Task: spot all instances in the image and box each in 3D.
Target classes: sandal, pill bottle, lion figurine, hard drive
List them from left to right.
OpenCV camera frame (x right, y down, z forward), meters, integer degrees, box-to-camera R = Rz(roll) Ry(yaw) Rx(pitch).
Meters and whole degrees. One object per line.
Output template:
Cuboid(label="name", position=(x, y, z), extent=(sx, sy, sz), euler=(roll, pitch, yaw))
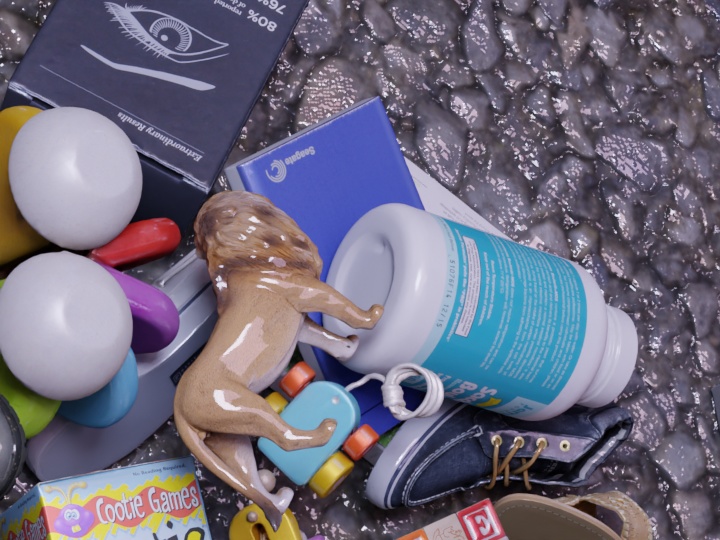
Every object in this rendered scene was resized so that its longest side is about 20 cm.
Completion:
Cuboid(label="lion figurine", position=(-0.065, 0.047, 1.258), extent=(0.122, 0.072, 0.200), euler=(27, 53, -9))
Cuboid(label="hard drive", position=(0.000, 0.000, 1.418), extent=(0.132, 0.025, 0.200), euler=(-30, 101, -38))
Cuboid(label="pill bottle", position=(0.083, 0.033, 1.383), extent=(0.200, 0.111, 0.111), euler=(18, 64, -30))
Cuboid(label="sandal", position=(0.175, 0.190, 1.491), extent=(0.211, 0.078, 0.070), euler=(31, 41, -20))

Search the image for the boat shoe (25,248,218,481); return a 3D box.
Cuboid(label="boat shoe", position=(-0.146, 0.058, 1.379), extent=(0.200, 0.074, 0.065), euler=(-39, 56, -23))

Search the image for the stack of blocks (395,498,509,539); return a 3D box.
Cuboid(label="stack of blocks", position=(0.018, 0.241, 1.390), extent=(0.200, 0.059, 0.115), euler=(-21, 82, -31))

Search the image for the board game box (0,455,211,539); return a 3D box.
Cuboid(label="board game box", position=(-0.142, 0.228, 1.290), extent=(0.103, 0.105, 0.201), euler=(-8, 74, -28))

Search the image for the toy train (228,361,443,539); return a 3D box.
Cuboid(label="toy train", position=(-0.006, 0.156, 1.323), extent=(0.150, 0.056, 0.201), euler=(3, 86, 9))

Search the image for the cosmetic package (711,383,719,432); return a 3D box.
Cuboid(label="cosmetic package", position=(0.337, 0.167, 1.561), extent=(0.107, 0.090, 0.201), euler=(1, 68, -25))

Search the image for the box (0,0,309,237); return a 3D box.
Cuboid(label="box", position=(-0.137, -0.140, 1.419), extent=(0.148, 0.104, 0.200), euler=(29, 62, -5))

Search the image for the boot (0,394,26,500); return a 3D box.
Cuboid(label="boot", position=(-0.285, 0.065, 1.158), extent=(0.200, 0.068, 0.131), euler=(33, 12, 31))

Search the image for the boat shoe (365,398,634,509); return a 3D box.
Cuboid(label="boat shoe", position=(0.098, 0.120, 1.443), extent=(0.091, 0.071, 0.200), euler=(37, 47, 26))

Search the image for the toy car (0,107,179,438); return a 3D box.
Cuboid(label="toy car", position=(-0.178, 0.007, 1.279), extent=(0.150, 0.175, 0.201), euler=(16, 68, -38))

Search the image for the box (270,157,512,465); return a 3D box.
Cuboid(label="box", position=(0.006, 0.016, 1.483), extent=(0.144, 0.036, 0.200), euler=(38, 58, -9))
